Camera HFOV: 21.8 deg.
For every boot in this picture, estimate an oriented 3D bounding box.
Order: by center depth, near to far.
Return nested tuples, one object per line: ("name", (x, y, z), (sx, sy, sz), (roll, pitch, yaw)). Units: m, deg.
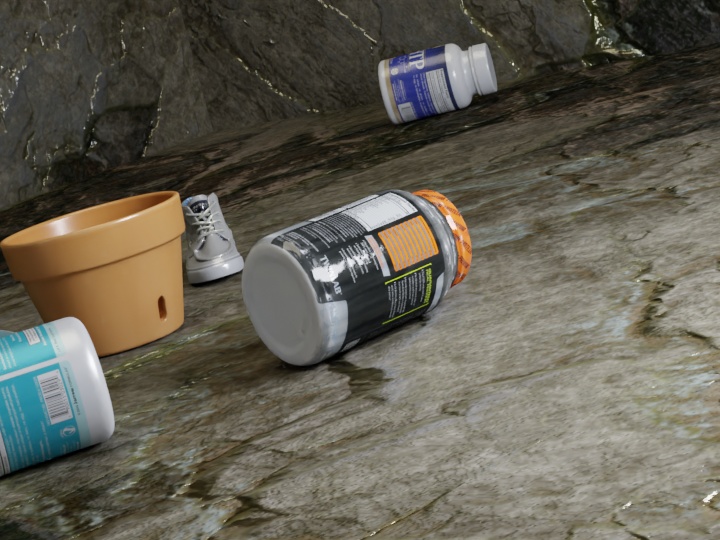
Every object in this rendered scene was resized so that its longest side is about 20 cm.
("boot", (-0.194, -0.044, 2.315), (0.073, 0.096, 0.200), (-17, 10, -10))

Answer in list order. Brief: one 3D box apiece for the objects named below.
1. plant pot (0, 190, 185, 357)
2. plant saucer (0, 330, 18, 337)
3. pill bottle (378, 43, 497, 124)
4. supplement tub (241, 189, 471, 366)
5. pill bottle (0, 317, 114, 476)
("plant pot", (-0.275, 0.009, 2.022), (0.198, 0.141, 0.200), (-14, 10, 3))
("plant saucer", (-0.436, 0.081, 2.006), (0.198, 0.028, 0.200), (4, -8, 1))
("pill bottle", (0.141, -0.343, 3.379), (0.198, 0.121, 0.120), (-13, 10, 11))
("supplement tub", (0.000, 0.000, 1.716), (0.199, 0.124, 0.122), (-22, 12, -37))
("pill bottle", (-0.314, 0.118, 1.571), (0.198, 0.112, 0.111), (-17, 10, -15))
